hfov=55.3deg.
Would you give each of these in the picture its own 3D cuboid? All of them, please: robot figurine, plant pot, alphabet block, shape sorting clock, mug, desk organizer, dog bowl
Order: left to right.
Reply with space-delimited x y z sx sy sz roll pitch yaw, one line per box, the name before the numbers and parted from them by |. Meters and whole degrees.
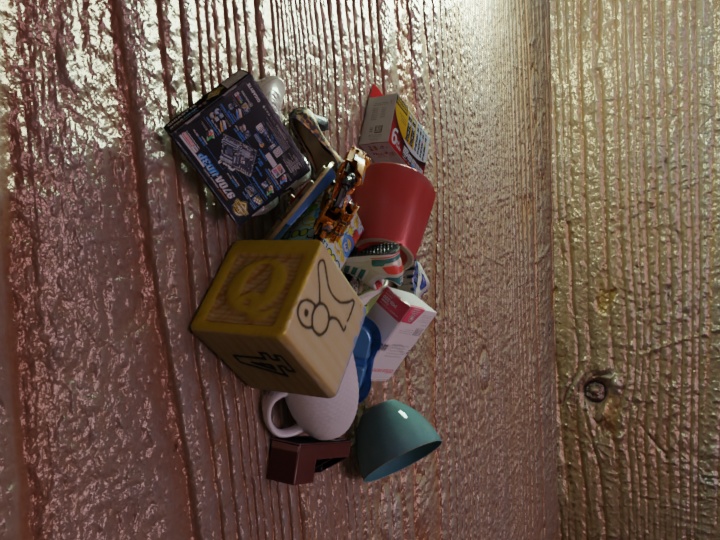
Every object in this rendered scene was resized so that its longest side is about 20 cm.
alphabet block | -0.132 0.082 1.178 0.200 0.195 0.196 58 42 -43
shape sorting clock | -0.114 -0.120 1.239 0.039 0.200 0.200 43 43 -6
mug | -0.096 0.244 1.321 0.199 0.147 0.176 -25 124 -25
desk organizer | -0.099 0.375 1.369 0.200 0.071 0.078 21 75 -59
robot figurine | -0.034 -0.132 1.242 0.145 0.058 0.201 -56 -166 41
dog bowl | -0.020 0.184 1.448 0.050 0.111 0.202 -58 161 -80
plant pot | 0.057 -0.104 1.494 0.201 0.199 0.178 50 43 -49
plant pot | 0.070 0.378 1.581 0.200 0.200 0.135 21 38 -59

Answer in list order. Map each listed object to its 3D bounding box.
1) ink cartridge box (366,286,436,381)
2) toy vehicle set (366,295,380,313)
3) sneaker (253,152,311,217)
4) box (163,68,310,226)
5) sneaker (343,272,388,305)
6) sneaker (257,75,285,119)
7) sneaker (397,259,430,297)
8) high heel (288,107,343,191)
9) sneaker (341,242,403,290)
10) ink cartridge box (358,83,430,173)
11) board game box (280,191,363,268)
ink cartridge box | 0.061 0.146 1.541 0.201 0.085 0.145 -57 151 9
toy vehicle set | -0.005 0.083 1.572 0.200 0.026 0.125 -6 96 -60
sneaker | -0.156 -0.176 1.253 0.200 0.073 0.080 -52 132 -47
box | -0.194 -0.195 1.114 0.159 0.046 0.200 -40 128 -9
sneaker | -0.003 0.023 1.487 0.089 0.077 0.200 65 30 -8
sneaker | -0.170 -0.274 1.220 0.075 0.081 0.201 57 42 -41
sneaker | 0.135 0.057 1.767 0.115 0.080 0.201 24 68 -56
high heel | -0.087 -0.221 1.364 0.142 0.071 0.202 -7 80 -67
sneaker | 0.001 0.000 1.402 0.070 0.199 0.094 -41 121 -50
ink cartridge box | 0.090 -0.335 1.675 0.200 0.083 0.177 37 58 -54
board game box | -0.089 -0.055 1.341 0.201 0.104 0.103 -61 140 -41
